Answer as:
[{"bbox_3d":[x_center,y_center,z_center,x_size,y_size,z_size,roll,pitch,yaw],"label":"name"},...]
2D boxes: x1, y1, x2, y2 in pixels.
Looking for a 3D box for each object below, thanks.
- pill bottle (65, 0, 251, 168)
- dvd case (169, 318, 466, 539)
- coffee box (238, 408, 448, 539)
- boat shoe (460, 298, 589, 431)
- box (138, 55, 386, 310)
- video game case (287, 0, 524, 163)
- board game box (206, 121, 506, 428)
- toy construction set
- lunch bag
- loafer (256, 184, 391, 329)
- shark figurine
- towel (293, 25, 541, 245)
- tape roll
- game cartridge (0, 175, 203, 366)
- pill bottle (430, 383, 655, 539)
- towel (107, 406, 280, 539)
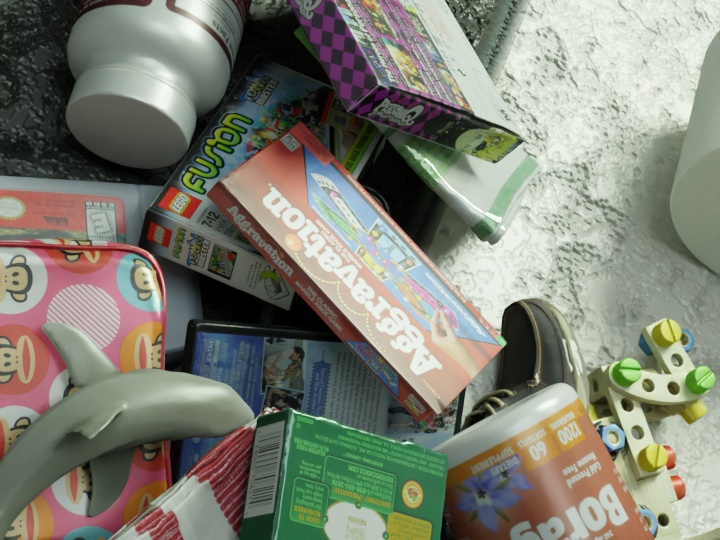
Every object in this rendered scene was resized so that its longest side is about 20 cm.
[{"bbox_3d":[-0.135,-0.175,1.376,0.113,0.113,0.200,22,59,-13],"label":"pill bottle"},{"bbox_3d":[-0.026,0.108,1.290,0.200,0.018,0.143,5,96,-26],"label":"dvd case"},{"bbox_3d":[-0.017,0.190,1.158,0.123,0.044,0.200,18,68,-33],"label":"coffee box"},{"bbox_3d":[0.111,0.109,1.370,0.073,0.075,0.200,6,62,-21],"label":"boat shoe"},{"bbox_3d":[-0.060,-0.063,1.354,0.110,0.035,0.200,23,41,4],"label":"box"},{"bbox_3d":[0.013,-0.174,1.382,0.181,0.036,0.200,14,42,-54],"label":"video game case"},{"bbox_3d":[0.000,0.000,1.283,0.200,0.019,0.103,47,41,2],"label":"board game box"},{"bbox_3d":[0.216,0.134,1.401,0.131,0.092,0.200,-11,60,-28],"label":"toy construction set"},{"bbox_3d":[-0.206,0.081,1.212,0.176,0.082,0.201,2,84,-22],"label":"lunch bag"},{"bbox_3d":[-0.026,0.017,1.355,0.068,0.070,0.201,32,57,-5],"label":"loafer"},{"bbox_3d":[-0.167,0.114,1.141,0.128,0.089,0.215,47,72,-12],"label":"shark figurine"},{"bbox_3d":[0.045,-0.117,1.422,0.200,0.031,0.149,48,23,-6],"label":"towel"},{"bbox_3d":[0.341,-0.086,1.492,0.202,0.203,0.139,25,57,-11],"label":"tape roll"},{"bbox_3d":[-0.200,0.005,1.306,0.200,0.041,0.133,2,69,-23],"label":"game cartridge"},{"bbox_3d":[0.130,0.182,1.267,0.112,0.112,0.200,-26,86,-32],"label":"pill bottle"},{"bbox_3d":[-0.078,0.190,1.154,0.200,0.023,0.144,-40,104,-34],"label":"towel"}]
